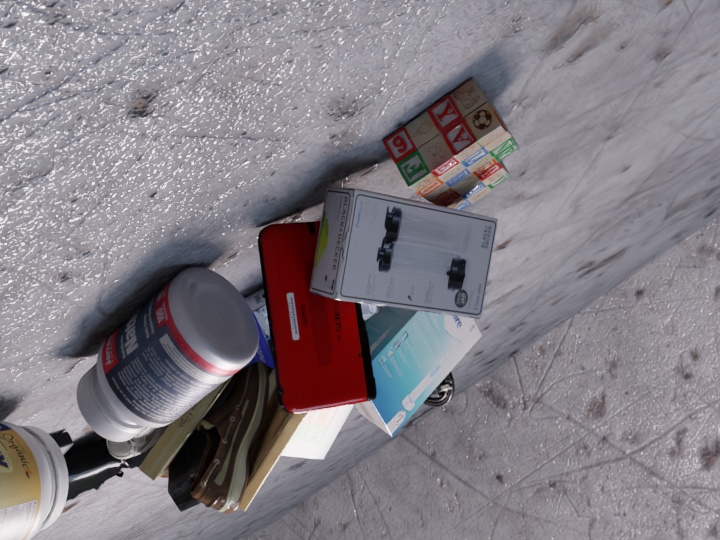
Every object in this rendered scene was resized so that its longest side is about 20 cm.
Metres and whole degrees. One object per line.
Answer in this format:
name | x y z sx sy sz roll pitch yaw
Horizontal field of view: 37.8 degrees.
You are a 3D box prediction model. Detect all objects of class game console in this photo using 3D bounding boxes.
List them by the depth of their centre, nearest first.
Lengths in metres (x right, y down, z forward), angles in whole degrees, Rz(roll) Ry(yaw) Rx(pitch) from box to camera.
game console | -0.050 0.053 1.192 0.170 0.204 0.118 -6 174 -32

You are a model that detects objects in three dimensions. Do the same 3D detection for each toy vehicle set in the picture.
toy vehicle set | -0.219 0.184 1.397 0.201 0.026 0.124 -55 180 -7

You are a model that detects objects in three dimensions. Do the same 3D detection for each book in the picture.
book | -0.073 0.182 1.521 0.131 0.048 0.202 13 120 -25

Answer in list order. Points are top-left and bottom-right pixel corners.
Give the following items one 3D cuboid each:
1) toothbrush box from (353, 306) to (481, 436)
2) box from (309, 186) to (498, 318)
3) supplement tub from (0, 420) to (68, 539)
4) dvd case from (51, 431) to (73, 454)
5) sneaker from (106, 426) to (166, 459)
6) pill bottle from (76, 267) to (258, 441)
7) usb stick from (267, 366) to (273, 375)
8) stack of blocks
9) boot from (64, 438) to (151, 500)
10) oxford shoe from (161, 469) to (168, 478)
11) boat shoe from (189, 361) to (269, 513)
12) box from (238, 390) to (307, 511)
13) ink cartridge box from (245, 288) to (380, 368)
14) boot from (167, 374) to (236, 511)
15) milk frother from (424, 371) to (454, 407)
toothbrush box | 0.060 0.100 1.446 0.200 0.085 0.147 -46 136 -15
box | 0.049 -0.018 1.147 0.197 0.119 0.060 7 -177 -33
supplement tub | -0.428 0.241 1.141 0.143 0.146 0.199 -35 165 21
dvd case | -0.492 0.278 1.378 0.198 0.025 0.150 -14 158 -50
sneaker | -0.287 0.179 1.342 0.082 0.078 0.201 -35 165 -49
pill bottle | -0.215 0.099 1.143 0.199 0.121 0.119 -38 164 26
usb stick | -0.135 0.103 1.458 0.032 0.057 0.200 7 164 4
stack of blocks | 0.112 -0.129 1.158 0.114 0.059 0.200 -33 165 12
boot | -0.361 0.258 1.498 0.160 0.074 0.199 -19 161 -18
oxford shoe | -0.262 0.254 1.717 0.199 0.071 0.075 -36 -169 13
boat shoe | -0.172 0.203 1.359 0.074 0.206 0.075 22 149 -23
box | -0.104 0.191 1.378 0.201 0.021 0.164 -58 -169 31
ink cartridge box | -0.076 0.053 1.330 0.198 0.039 0.101 -28 126 -11
boot | -0.203 0.230 1.485 0.164 0.066 0.200 -41 -160 6
milk frother | 0.047 0.135 1.632 0.186 0.203 0.181 -21 167 -29
